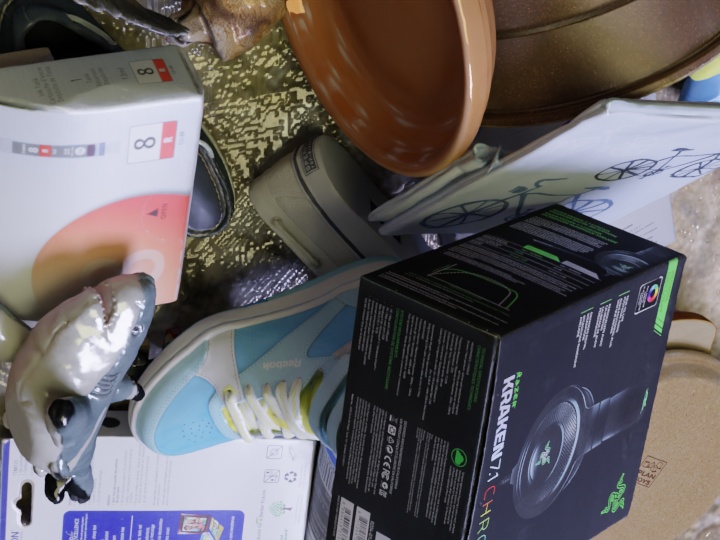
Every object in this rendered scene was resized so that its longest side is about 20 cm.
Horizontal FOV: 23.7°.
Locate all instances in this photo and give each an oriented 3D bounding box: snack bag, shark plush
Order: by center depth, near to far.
[{"bbox_3d":[-0.151,0.083,0.973,0.083,0.091,0.201,-28,140,-27],"label":"shark plush"},{"bbox_3d":[0.132,-0.060,0.974,0.187,0.200,0.022,-2,74,-38],"label":"snack bag"}]

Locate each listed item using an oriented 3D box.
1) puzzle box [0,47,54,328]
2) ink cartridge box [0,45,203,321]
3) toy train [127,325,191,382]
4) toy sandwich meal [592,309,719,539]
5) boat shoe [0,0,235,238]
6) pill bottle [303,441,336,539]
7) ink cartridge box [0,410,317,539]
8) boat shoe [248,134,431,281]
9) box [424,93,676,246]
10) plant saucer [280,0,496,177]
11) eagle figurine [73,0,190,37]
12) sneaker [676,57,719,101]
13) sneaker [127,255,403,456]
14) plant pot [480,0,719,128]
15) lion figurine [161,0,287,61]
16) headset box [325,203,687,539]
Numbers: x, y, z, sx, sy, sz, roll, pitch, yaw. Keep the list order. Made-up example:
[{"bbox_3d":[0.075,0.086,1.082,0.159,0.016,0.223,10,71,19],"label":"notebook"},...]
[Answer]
[{"bbox_3d":[-0.229,-0.031,0.940,0.132,0.026,0.201,-11,141,-19],"label":"puzzle box"},{"bbox_3d":[-0.186,-0.033,0.899,0.199,0.050,0.163,-14,142,-24],"label":"ink cartridge box"},{"bbox_3d":[-0.102,0.053,1.075,0.198,0.046,0.034,-2,126,-25],"label":"toy train"},{"bbox_3d":[0.189,0.120,1.238,0.204,0.070,0.207,-14,126,-20],"label":"toy sandwich meal"},{"bbox_3d":[-0.133,-0.083,0.974,0.075,0.062,0.200,-36,125,-2],"label":"boat shoe"},{"bbox_3d":[0.020,0.164,1.131,0.113,0.114,0.201,-8,136,-21],"label":"pill bottle"},{"bbox_3d":[-0.131,0.140,1.099,0.198,0.039,0.100,2,116,-14],"label":"ink cartridge box"},{"bbox_3d":[0.000,0.000,1.087,0.069,0.071,0.200,-26,132,20],"label":"boat shoe"},{"bbox_3d":[0.119,-0.066,1.098,0.155,0.041,0.201,-27,133,-10],"label":"box"},{"bbox_3d":[0.012,-0.150,0.925,0.037,0.200,0.201,-24,125,-24],"label":"plant saucer"},{"bbox_3d":[-0.194,-0.182,0.858,0.198,0.151,0.153,-9,110,-8],"label":"eagle figurine"},{"bbox_3d":[0.294,-0.116,1.159,0.198,0.076,0.106,11,124,-22],"label":"sneaker"},{"bbox_3d":[-0.039,0.079,1.003,0.199,0.131,0.080,-28,132,3],"label":"sneaker"},{"bbox_3d":[0.098,-0.214,0.943,0.199,0.200,0.199,-27,117,-9],"label":"plant pot"},{"bbox_3d":[-0.069,-0.211,0.921,0.072,0.122,0.202,-2,103,-13],"label":"lion figurine"},{"bbox_3d":[0.084,0.073,0.945,0.199,0.092,0.176,-19,125,-49],"label":"headset box"}]
